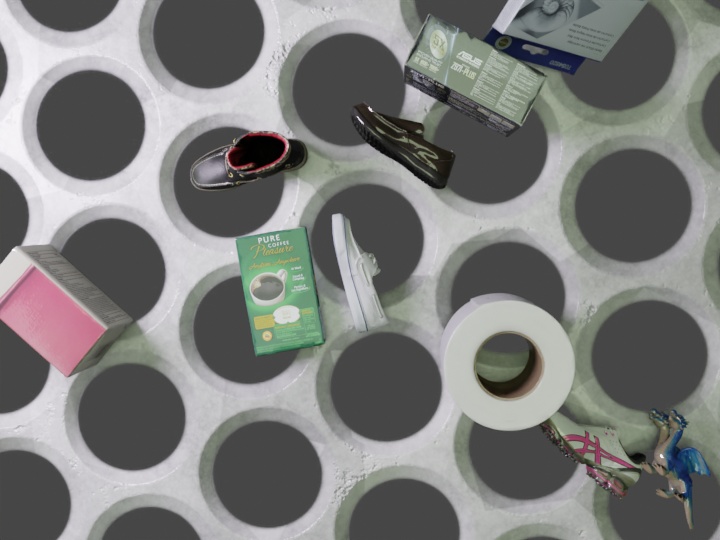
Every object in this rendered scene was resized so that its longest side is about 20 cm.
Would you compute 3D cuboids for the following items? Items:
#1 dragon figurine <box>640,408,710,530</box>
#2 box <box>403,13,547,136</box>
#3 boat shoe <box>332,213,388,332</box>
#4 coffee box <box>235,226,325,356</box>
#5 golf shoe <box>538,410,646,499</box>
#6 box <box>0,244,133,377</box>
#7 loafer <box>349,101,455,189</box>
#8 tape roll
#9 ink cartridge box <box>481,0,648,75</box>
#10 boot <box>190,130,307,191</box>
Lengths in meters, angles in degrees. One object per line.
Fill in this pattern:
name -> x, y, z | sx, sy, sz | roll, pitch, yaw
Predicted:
dragon figurine -> 0.523, 0.321, 1.375 | 0.099, 0.059, 0.200 | -35, 93, -22
box -> 0.172, -0.298, 1.315 | 0.199, 0.164, 0.086 | 28, 95, 2
boat shoe -> 0.000, 0.000, 1.393 | 0.065, 0.074, 0.201 | -14, 102, -1
coffee box -> -0.131, 0.033, 1.409 | 0.122, 0.044, 0.201 | -11, 93, 3
golf shoe -> 0.377, 0.281, 1.388 | 0.200, 0.073, 0.092 | 40, 86, -9
box -> -0.496, 0.063, 1.386 | 0.200, 0.128, 0.109 | 41, 95, 1
loafer -> 0.071, -0.214, 1.378 | 0.200, 0.073, 0.071 | 37, 85, -5
tape roll -> 0.229, 0.141, 1.349 | 0.201, 0.139, 0.204 | 0, 93, 3
ink cartridge box -> 0.308, -0.377, 1.268 | 0.199, 0.200, 0.041 | 6, 50, -26
boot -> -0.188, -0.174, 1.346 | 0.199, 0.151, 0.074 | -9, 93, 3
